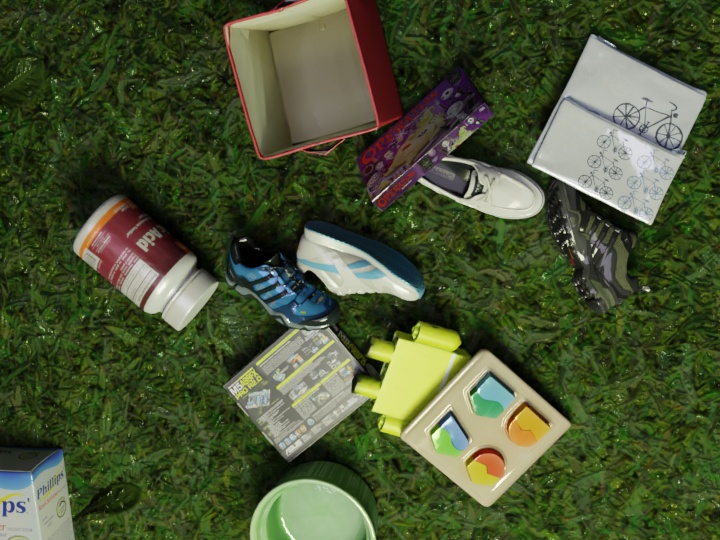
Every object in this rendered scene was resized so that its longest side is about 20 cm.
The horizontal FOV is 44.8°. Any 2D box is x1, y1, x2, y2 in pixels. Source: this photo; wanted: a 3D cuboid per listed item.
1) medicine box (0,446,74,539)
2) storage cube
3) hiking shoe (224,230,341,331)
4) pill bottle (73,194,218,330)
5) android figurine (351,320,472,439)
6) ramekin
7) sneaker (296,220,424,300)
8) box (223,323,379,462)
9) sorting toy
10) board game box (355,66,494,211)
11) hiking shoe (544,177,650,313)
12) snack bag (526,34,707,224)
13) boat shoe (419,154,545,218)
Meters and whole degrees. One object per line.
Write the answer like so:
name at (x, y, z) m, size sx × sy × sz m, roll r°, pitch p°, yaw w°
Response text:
medicine box at (-0.593, 0.406, 1.466) m, size 0.180 × 0.103 × 0.202 m, roll -1°, pitch 104°, yaw 11°
storage cube at (-0.056, -0.260, 1.169) m, size 0.169 × 0.180 × 0.202 m, roll -13°, pitch 101°, yaw 16°
hiking shoe at (-0.117, 0.020, 1.272) m, size 0.199 × 0.075 × 0.087 m, roll 24°, pitch 140°, yaw 17°
pill bottle at (-0.319, -0.010, 1.314) m, size 0.200 × 0.114 × 0.114 m, roll 40°, pitch 106°, yaw -1°
android figurine at (0.092, 0.165, 1.292) m, size 0.198 × 0.041 × 0.184 m, roll 18°, pitch 105°, yaw -12°
ramekin at (-0.065, 0.399, 1.369) m, size 0.198 × 0.098 × 0.202 m, roll 2°, pitch 103°, yaw 10°
sneaker at (0.000, 0.000, 1.284) m, size 0.198 × 0.076 × 0.081 m, roll 25°, pitch 113°, yaw 11°
box at (-0.088, 0.174, 1.350) m, size 0.200 × 0.044 × 0.160 m, roll -41°, pitch 92°, yaw 16°
sorting toy at (0.186, 0.238, 1.284) m, size 0.200 × 0.037 × 0.185 m, roll 39°, pitch 101°, yaw -17°
board game box at (0.083, -0.182, 1.200) m, size 0.200 × 0.120 × 0.032 m, roll -41°, pitch 120°, yaw 16°
hiking shoe at (0.328, -0.047, 1.217) m, size 0.100 × 0.076 × 0.202 m, roll -22°, pitch 93°, yaw -9°
snack bag at (0.350, -0.190, 1.172) m, size 0.187 × 0.021 × 0.201 m, roll 27°, pitch 91°, yaw 2°
boat shoe at (0.162, -0.122, 1.224) m, size 0.198 × 0.066 × 0.073 m, roll 24°, pitch 106°, yaw 4°
